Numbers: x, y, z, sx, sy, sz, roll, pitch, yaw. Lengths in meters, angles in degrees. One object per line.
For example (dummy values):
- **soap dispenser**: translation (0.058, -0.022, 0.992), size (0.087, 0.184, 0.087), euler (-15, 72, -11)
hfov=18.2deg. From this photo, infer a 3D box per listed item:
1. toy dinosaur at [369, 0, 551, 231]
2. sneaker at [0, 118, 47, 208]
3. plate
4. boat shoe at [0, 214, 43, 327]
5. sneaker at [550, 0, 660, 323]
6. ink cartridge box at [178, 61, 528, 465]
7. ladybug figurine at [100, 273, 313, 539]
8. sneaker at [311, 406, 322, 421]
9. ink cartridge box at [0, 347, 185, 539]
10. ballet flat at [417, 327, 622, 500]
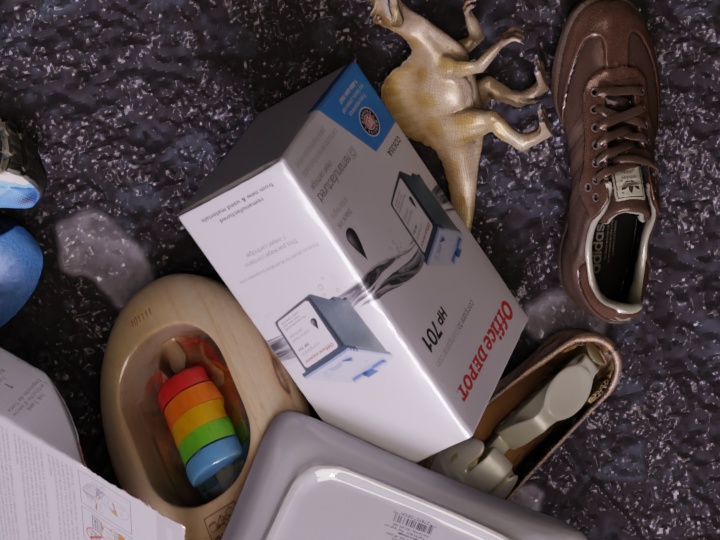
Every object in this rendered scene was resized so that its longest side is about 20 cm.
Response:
- **toy dinosaur**: translation (0.065, -0.098, 1.380), size (0.101, 0.058, 0.200), euler (-11, 115, 14)
- **sneaker**: translation (-0.287, -0.050, 1.351), size (0.199, 0.078, 0.090), euler (0, 122, -2)
- **plate**: translation (0.007, 0.195, 1.247), size (0.199, 0.032, 0.200), euler (22, 68, 6)
- **boat shoe**: translation (-0.274, 0.044, 1.369), size (0.200, 0.069, 0.084), euler (-34, 118, -2)
- **sneaker**: translation (0.161, -0.066, 1.372), size (0.070, 0.076, 0.201), euler (-7, 107, -15)
- **ink cartridge box**: translation (0.000, 0.000, 1.332), size (0.086, 0.147, 0.200), euler (-28, 106, 30)
- **ladybug figurine**: translation (-0.084, 0.097, 1.360), size (0.136, 0.072, 0.200), euler (-32, 64, 23)
- **sneaker**: translation (-0.044, 0.136, 1.409), size (0.112, 0.071, 0.201), euler (-8, 107, -7)
- **ink cartridge box**: translation (-0.172, 0.132, 1.321), size (0.200, 0.050, 0.161), euler (26, 144, 17)
- **ballet flat**: translation (0.086, 0.104, 1.381), size (0.200, 0.067, 0.068), euler (-45, 100, -17)
